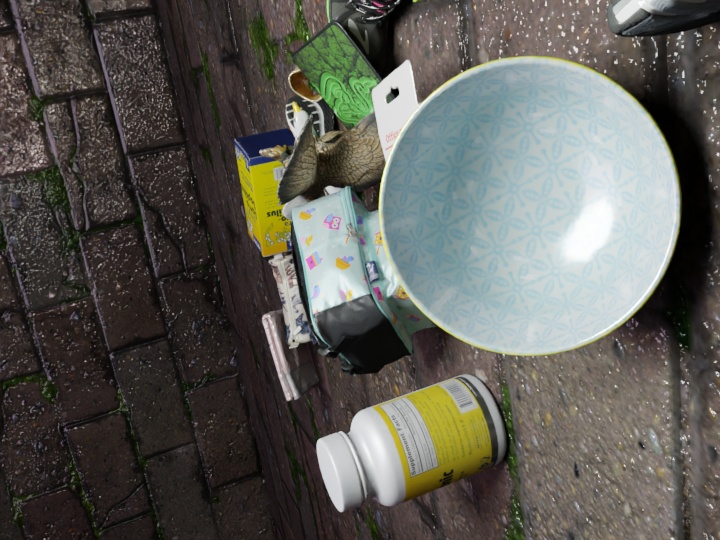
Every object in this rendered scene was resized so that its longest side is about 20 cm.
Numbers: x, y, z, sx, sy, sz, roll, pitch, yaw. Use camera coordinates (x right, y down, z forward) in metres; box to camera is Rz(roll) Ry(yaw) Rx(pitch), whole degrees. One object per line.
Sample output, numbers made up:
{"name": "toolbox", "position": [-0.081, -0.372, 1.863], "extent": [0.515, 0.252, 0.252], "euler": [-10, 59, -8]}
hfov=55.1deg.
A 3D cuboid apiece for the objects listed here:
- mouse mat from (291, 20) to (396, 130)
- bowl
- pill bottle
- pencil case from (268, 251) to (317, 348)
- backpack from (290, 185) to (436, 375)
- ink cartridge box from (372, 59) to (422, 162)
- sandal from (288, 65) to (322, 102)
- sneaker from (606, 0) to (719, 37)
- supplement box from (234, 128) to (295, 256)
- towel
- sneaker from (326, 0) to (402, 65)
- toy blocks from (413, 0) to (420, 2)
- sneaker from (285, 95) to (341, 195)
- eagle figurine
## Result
{"name": "mouse mat", "position": [-0.011, -0.218, 0.847], "extent": [0.161, 0.008, 0.200], "euler": [50, 169, -17]}
{"name": "bowl", "position": [0.123, -0.050, 0.503], "extent": [0.108, 0.198, 0.202], "euler": [-33, -67, -64]}
{"name": "pill bottle", "position": [0.056, 0.199, 0.787], "extent": [0.111, 0.198, 0.112], "euler": [165, 90, -72]}
{"name": "pencil case", "position": [-0.134, 0.055, 1.421], "extent": [0.089, 0.077, 0.202], "euler": [-49, -51, -73]}
{"name": "backpack", "position": [0.000, 0.000, 0.827], "extent": [0.201, 0.152, 0.176], "euler": [66, -171, 29]}
{"name": "ink cartridge box", "position": [0.079, -0.103, 0.693], "extent": [0.116, 0.067, 0.202], "euler": [176, 78, -71]}
{"name": "sandal", "position": [-0.067, -0.275, 0.983], "extent": [0.212, 0.069, 0.078], "euler": [-126, 27, -48]}
{"name": "sneaker", "position": [0.187, -0.196, 0.312], "extent": [0.200, 0.074, 0.117], "euler": [-20, 80, 62]}
{"name": "supplement box", "position": [-0.161, -0.147, 1.300], "extent": [0.109, 0.109, 0.202], "euler": [-130, 30, -52]}
{"name": "towel", "position": [-0.148, 0.176, 1.509], "extent": [0.200, 0.032, 0.193], "euler": [-5, -103, -80]}
{"name": "sneaker", "position": [0.011, -0.299, 0.727], "extent": [0.201, 0.076, 0.084], "euler": [96, 156, -50]}
{"name": "toy blocks", "position": [0.063, -0.329, 0.546], "extent": [0.136, 0.099, 0.202], "euler": [17, 123, 57]}
{"name": "sneaker", "position": [-0.064, -0.183, 1.044], "extent": [0.080, 0.073, 0.201], "euler": [102, 148, -58]}
{"name": "eagle figurine", "position": [-0.050, -0.136, 0.846], "extent": [0.151, 0.152, 0.200], "euler": [36, 174, -31]}
